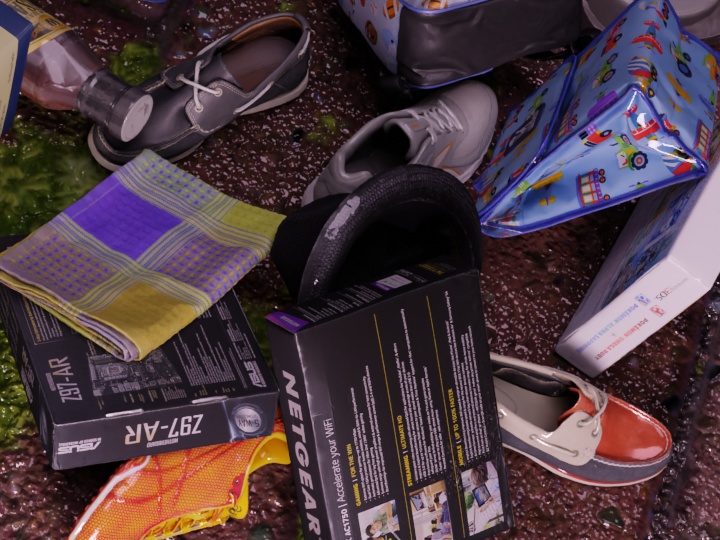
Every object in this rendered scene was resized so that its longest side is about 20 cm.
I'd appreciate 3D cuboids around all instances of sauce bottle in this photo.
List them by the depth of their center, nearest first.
[{"bbox_3d":[-0.246,-0.164,1.519,0.199,0.066,0.066,31,57,12],"label":"sauce bottle"}]

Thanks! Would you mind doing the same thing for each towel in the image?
[{"bbox_3d":[-0.156,-0.015,1.435,0.143,0.023,0.200,28,42,22],"label":"towel"}]

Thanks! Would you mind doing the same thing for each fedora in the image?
[{"bbox_3d":[0.000,0.000,1.477,0.091,0.202,0.200,24,50,38],"label":"fedora"}]

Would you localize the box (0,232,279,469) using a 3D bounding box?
[{"bbox_3d":[-0.162,0.044,1.414,0.159,0.044,0.201,-8,42,-21],"label":"box"}]

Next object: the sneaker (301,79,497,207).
[{"bbox_3d":[0.044,-0.098,1.568,0.076,0.092,0.200,45,59,11],"label":"sneaker"}]

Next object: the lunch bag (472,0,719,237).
[{"bbox_3d":[0.170,-0.105,1.557,0.094,0.199,0.151,45,36,-21],"label":"lunch bag"}]

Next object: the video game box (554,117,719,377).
[{"bbox_3d":[0.244,-0.032,1.538,0.047,0.182,0.201,35,58,-2],"label":"video game box"}]

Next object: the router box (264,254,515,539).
[{"bbox_3d":[0.023,0.107,1.403,0.148,0.051,0.202,-18,110,-26],"label":"router box"}]

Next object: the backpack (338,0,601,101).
[{"bbox_3d":[0.067,-0.244,1.614,0.199,0.155,0.190,-14,33,-25],"label":"backpack"}]

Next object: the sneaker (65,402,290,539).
[{"bbox_3d":[-0.121,0.151,1.392,0.199,0.073,0.077,-34,77,-28],"label":"sneaker"}]

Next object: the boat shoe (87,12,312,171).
[{"bbox_3d":[-0.123,-0.142,1.559,0.199,0.068,0.072,-29,74,-24],"label":"boat shoe"}]

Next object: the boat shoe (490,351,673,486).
[{"bbox_3d":[0.146,0.106,1.503,0.198,0.063,0.072,18,56,-8],"label":"boat shoe"}]

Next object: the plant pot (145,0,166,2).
[{"bbox_3d":[-0.220,-0.355,1.582,0.198,0.180,0.201,11,60,-11],"label":"plant pot"}]

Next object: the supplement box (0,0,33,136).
[{"bbox_3d":[-0.376,-0.132,1.436,0.199,0.134,0.200,35,58,4],"label":"supplement box"}]

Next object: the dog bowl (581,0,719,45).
[{"bbox_3d":[0.246,-0.266,1.743,0.198,0.059,0.202,7,61,-13],"label":"dog bowl"}]
